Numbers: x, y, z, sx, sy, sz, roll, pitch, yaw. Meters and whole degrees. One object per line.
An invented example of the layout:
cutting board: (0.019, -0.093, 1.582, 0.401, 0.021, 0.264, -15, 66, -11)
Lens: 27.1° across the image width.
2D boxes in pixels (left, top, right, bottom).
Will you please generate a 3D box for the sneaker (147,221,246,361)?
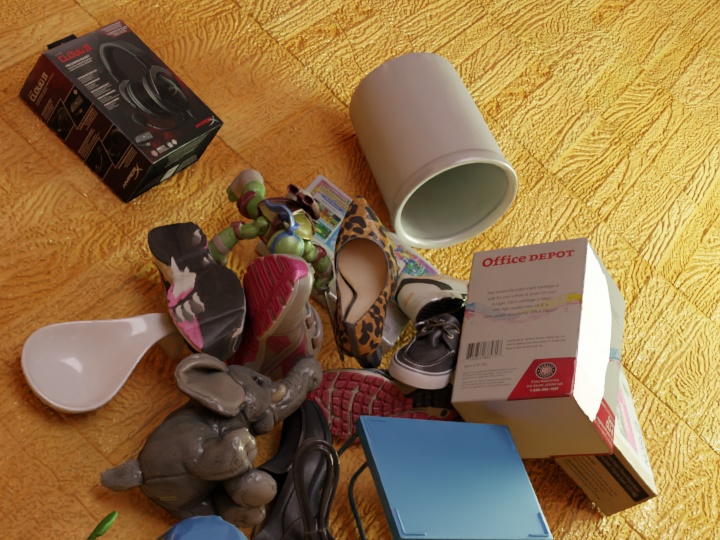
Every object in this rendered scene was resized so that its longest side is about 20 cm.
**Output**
sneaker: (-0.163, 0.034, 1.562, 0.080, 0.087, 0.201, -16, 40, -8)

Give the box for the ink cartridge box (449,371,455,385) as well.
ink cartridge box: (0.159, 0.122, 1.813, 0.145, 0.048, 0.201, 16, 46, -28)

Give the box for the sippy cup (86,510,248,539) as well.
sippy cup: (-0.153, 0.286, 1.306, 0.177, 0.130, 0.140, 14, 44, -30)

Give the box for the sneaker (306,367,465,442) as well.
sneaker: (0.024, 0.145, 1.659, 0.199, 0.081, 0.075, 12, 16, -31)

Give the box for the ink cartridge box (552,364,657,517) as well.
ink cartridge box: (0.274, 0.166, 1.787, 0.165, 0.075, 0.201, 44, 27, -45)

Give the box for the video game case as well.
video game case: (-0.011, -0.011, 1.818, 0.200, 0.024, 0.182, 39, 37, -1)

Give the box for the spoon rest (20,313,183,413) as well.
spoon rest: (-0.251, 0.082, 1.485, 0.100, 0.061, 0.199, 51, 37, 14)

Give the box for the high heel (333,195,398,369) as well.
high heel: (0.000, 0.000, 1.620, 0.071, 0.143, 0.202, -5, 75, 7)

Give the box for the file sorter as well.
file sorter: (0.069, 0.246, 1.546, 0.199, 0.123, 0.140, 8, 48, -35)

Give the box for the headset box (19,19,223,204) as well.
headset box: (-0.281, -0.193, 1.723, 0.200, 0.077, 0.149, 46, 37, 5)

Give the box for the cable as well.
cable: (-0.041, 0.264, 1.432, 0.096, 0.050, 0.202, -18, 88, -5)

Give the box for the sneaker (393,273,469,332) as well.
sneaker: (0.124, 0.035, 1.812, 0.199, 0.074, 0.080, 8, 26, -42)

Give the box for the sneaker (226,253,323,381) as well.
sneaker: (-0.078, 0.049, 1.541, 0.088, 0.200, 0.082, -2, 59, -22)

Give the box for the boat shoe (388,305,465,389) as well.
boat shoe: (0.094, 0.079, 1.680, 0.070, 0.067, 0.200, 23, 19, 25)

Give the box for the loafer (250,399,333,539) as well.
loafer: (-0.073, 0.208, 1.506, 0.072, 0.073, 0.201, 20, 41, -20)

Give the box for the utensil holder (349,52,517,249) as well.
utensil holder: (0.089, -0.158, 1.934, 0.169, 0.170, 0.201, 6, 48, -37)

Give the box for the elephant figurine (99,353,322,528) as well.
elephant figurine: (-0.138, 0.148, 1.467, 0.155, 0.141, 0.201, 45, 33, -32)

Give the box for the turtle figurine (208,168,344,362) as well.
turtle figurine: (-0.105, -0.017, 1.677, 0.143, 0.201, 0.194, -9, 28, -1)

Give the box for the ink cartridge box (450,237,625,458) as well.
ink cartridge box: (0.203, 0.088, 1.672, 0.145, 0.144, 0.201, 49, 43, -47)
